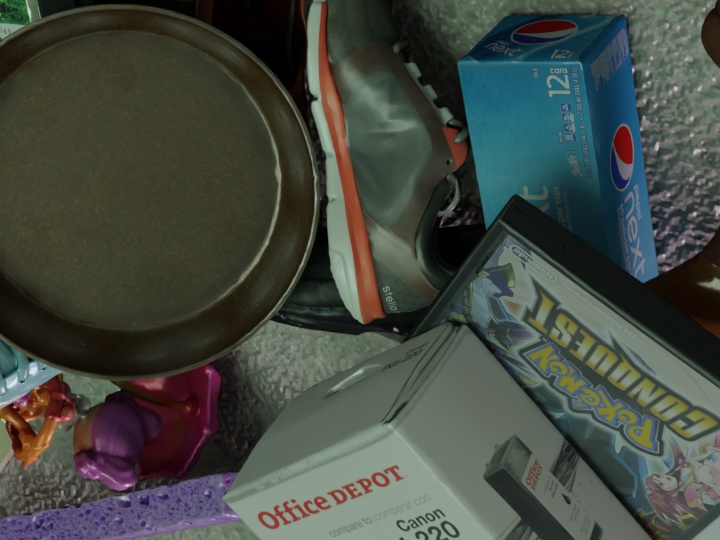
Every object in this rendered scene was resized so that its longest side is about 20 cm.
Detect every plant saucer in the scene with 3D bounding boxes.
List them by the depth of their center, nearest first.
[{"bbox_3d":[-0.122,-0.041,0.953,0.200,0.034,0.200,-2,109,-5],"label":"plant saucer"}]

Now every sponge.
[{"bbox_3d":[-0.123,0.150,1.160,0.200,0.112,0.030,-14,81,36],"label":"sponge"}]

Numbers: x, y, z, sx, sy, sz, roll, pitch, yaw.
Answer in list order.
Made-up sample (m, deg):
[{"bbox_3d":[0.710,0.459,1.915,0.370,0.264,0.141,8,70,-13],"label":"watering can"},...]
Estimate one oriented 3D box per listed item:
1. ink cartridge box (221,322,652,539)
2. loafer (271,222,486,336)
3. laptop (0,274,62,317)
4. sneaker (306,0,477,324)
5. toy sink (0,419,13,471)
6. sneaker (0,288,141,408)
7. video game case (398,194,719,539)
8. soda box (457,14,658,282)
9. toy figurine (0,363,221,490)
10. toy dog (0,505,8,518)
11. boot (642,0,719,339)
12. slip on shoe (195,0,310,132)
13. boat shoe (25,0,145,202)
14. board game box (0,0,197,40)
[{"bbox_3d":[0.051,0.139,0.924,0.200,0.085,0.146,50,137,-10],"label":"ink cartridge box"},{"bbox_3d":[0.000,0.000,1.032,0.201,0.068,0.070,3,81,39],"label":"loafer"},{"bbox_3d":[-0.246,-0.065,1.008,0.200,0.177,0.103,40,153,36],"label":"laptop"},{"bbox_3d":[0.022,-0.076,0.950,0.082,0.077,0.200,-6,94,12],"label":"sneaker"},{"bbox_3d":[-0.354,0.104,1.266,0.200,0.112,0.130,42,131,1],"label":"toy sink"},{"bbox_3d":[-0.164,0.021,1.017,0.082,0.200,0.074,-22,96,54],"label":"sneaker"},{"bbox_3d":[0.114,0.076,0.903,0.200,0.026,0.181,36,140,1],"label":"video game case"},{"bbox_3d":[0.106,-0.027,0.945,0.068,0.064,0.200,4,120,28],"label":"soda box"},{"bbox_3d":[-0.173,0.066,1.104,0.184,0.200,0.150,34,126,-8],"label":"toy figurine"},{"bbox_3d":[-0.275,0.243,1.230,0.140,0.194,0.200,46,154,2],"label":"toy dog"},{"bbox_3d":[0.165,-0.013,0.889,0.200,0.068,0.188,-36,115,25],"label":"boot"},{"bbox_3d":[-0.059,-0.098,0.988,0.074,0.061,0.200,1,123,-8],"label":"slip on shoe"},{"bbox_3d":[-0.145,-0.137,0.997,0.066,0.075,0.199,-9,77,2],"label":"boat shoe"},{"bbox_3d":[-0.161,-0.118,1.073,0.200,0.023,0.105,9,123,26],"label":"board game box"}]
